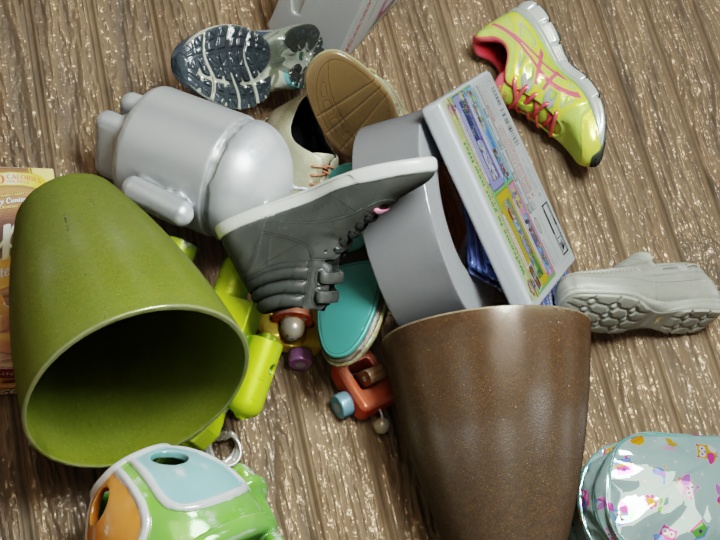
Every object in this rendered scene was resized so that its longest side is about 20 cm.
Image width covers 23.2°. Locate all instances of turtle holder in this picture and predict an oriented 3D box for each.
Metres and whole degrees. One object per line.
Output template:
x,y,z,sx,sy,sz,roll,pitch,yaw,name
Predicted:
-0.134,0.203,1.401,0.184,0.141,0.132,-28,70,-29,turtle holder

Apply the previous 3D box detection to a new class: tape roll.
0.058,-0.040,1.566,0.065,0.200,0.202,-14,58,17,tape roll

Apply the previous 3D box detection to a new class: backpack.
0.278,0.210,1.540,0.198,0.127,0.169,5,61,-11,backpack

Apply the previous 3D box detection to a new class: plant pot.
0.118,0.151,1.506,0.185,0.187,0.202,0,73,-17,plant pot
-0.209,0.021,1.420,0.185,0.188,0.201,-10,50,-23,plant pot

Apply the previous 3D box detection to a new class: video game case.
0.128,-0.073,1.586,0.202,0.022,0.182,65,23,-6,video game case

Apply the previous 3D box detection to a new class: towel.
0.144,-0.023,1.632,0.200,0.024,0.146,36,38,-50,towel

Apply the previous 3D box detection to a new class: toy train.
-0.061,0.090,1.546,0.198,0.056,0.151,-17,66,-27,toy train

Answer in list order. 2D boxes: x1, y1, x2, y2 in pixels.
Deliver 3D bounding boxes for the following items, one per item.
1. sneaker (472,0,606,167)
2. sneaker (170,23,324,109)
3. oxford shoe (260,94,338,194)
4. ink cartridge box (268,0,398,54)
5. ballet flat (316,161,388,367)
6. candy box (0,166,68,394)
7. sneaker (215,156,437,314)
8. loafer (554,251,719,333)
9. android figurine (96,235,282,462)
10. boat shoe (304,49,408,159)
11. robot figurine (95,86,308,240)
0.180,-0.180,1.787,0.089,0.078,0.201,-20,61,-18,sneaker
-0.121,-0.192,1.661,0.199,0.086,0.079,-11,100,-55,sneaker
-0.053,-0.073,1.629,0.070,0.074,0.202,7,56,-41,oxford shoe
0.006,-0.314,1.762,0.084,0.145,0.200,37,55,5,ink cartridge box
0.000,0.000,1.565,0.070,0.071,0.202,7,62,-14,ballet flat
-0.318,0.007,1.513,0.114,0.055,0.202,2,60,-20,candy box
-0.016,-0.025,1.452,0.198,0.071,0.100,-21,86,15,sneaker
0.261,0.019,1.675,0.198,0.070,0.070,6,53,-37,loafer
-0.160,0.075,1.493,0.180,0.041,0.202,13,76,18,android figurine
0.012,-0.137,1.659,0.200,0.073,0.063,50,12,-32,boat shoe
-0.144,-0.095,1.580,0.198,0.114,0.170,21,42,20,robot figurine
